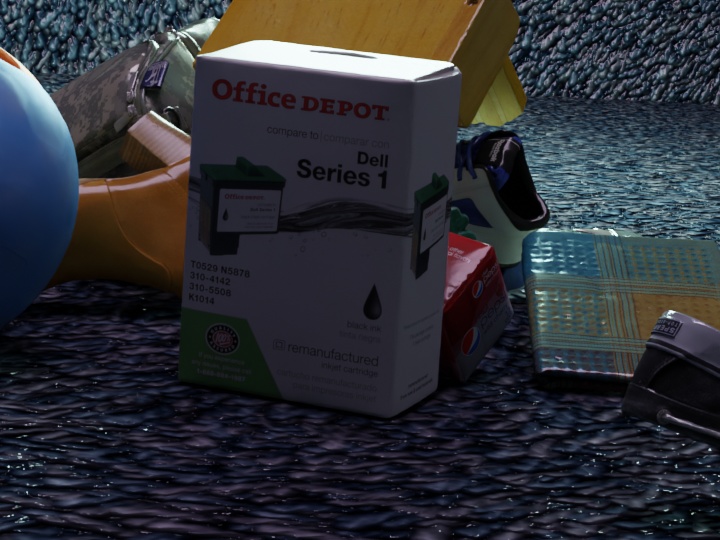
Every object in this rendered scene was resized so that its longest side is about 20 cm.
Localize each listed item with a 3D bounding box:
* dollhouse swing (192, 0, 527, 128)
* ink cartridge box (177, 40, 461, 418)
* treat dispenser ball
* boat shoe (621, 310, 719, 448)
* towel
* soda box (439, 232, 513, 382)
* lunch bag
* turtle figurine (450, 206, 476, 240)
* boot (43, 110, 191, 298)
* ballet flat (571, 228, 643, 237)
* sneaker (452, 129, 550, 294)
[{"bbox_3d":[0.012,-0.132,1.515,0.199,0.176,0.182,8,48,24],"label":"dollhouse swing"},{"bbox_3d":[-0.025,-0.028,1.186,0.145,0.201,0.084,8,13,21],"label":"ink cartridge box"},{"bbox_3d":[-0.271,-0.050,1.207,0.200,0.202,0.201,5,10,-1],"label":"treat dispenser ball"},{"bbox_3d":[0.224,0.094,0.993,0.199,0.068,0.074,28,-5,-9],"label":"boat shoe"},{"bbox_3d":[0.183,0.029,1.346,0.146,0.022,0.200,4,28,0],"label":"towel"},{"bbox_3d":[0.000,0.000,1.303,0.199,0.070,0.063,20,57,36],"label":"soda box"},{"bbox_3d":[-0.178,-0.094,1.555,0.199,0.140,0.168,-27,6,33],"label":"lunch bag"},{"bbox_3d":[0.017,-0.017,1.427,0.100,0.150,0.200,-32,27,-13],"label":"turtle figurine"},{"bbox_3d":[-0.148,-0.008,1.383,0.144,0.201,0.071,40,-27,5],"label":"boot"},{"bbox_3d":[0.184,0.003,1.497,0.071,0.069,0.200,23,11,-6],"label":"ballet flat"},{"bbox_3d":[0.070,-0.077,1.559,0.199,0.115,0.081,32,46,0],"label":"sneaker"}]
